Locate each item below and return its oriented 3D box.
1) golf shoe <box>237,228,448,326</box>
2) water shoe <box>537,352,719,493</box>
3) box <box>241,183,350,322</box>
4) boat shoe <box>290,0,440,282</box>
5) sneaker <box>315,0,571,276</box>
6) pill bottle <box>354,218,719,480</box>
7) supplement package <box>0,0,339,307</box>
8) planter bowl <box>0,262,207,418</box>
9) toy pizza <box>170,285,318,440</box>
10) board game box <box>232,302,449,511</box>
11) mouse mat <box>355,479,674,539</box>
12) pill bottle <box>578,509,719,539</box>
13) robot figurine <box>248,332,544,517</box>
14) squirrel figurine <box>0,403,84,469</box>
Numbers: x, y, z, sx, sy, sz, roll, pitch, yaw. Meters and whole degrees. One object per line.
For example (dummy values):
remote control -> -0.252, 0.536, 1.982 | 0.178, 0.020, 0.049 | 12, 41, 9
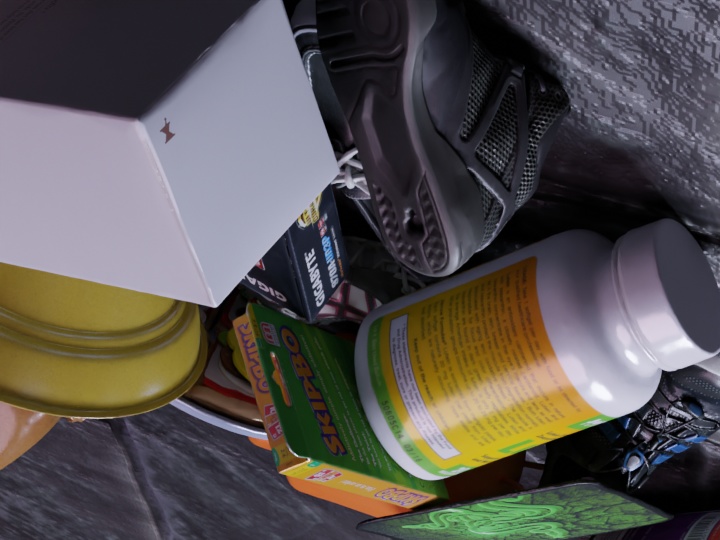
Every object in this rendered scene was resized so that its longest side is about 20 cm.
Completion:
golf shoe -> 0.000, 0.000, 1.363 | 0.200, 0.077, 0.088 | 30, 136, -23
water shoe -> 0.182, 0.106, 1.373 | 0.071, 0.079, 0.200 | 30, 151, -11
box -> -0.104, -0.071, 1.242 | 0.200, 0.046, 0.159 | 29, 155, 23
boat shoe -> 0.008, -0.068, 1.226 | 0.073, 0.068, 0.200 | 8, 147, 28
sneaker -> 0.045, -0.109, 1.139 | 0.076, 0.114, 0.200 | 1, 116, 45
pill bottle -> 0.105, 0.042, 1.259 | 0.200, 0.111, 0.111 | -23, 129, 30
supplement package -> -0.133, -0.074, 1.092 | 0.199, 0.117, 0.118 | 11, 134, 36
planter bowl -> -0.170, -0.011, 1.227 | 0.200, 0.201, 0.084 | 24, 120, 1
toy pizza -> -0.089, 0.032, 1.347 | 0.200, 0.200, 0.032 | 28, 113, -7
board game box -> -0.012, 0.082, 1.267 | 0.030, 0.096, 0.200 | -26, 157, 17
mouse mat -> 0.103, 0.162, 1.396 | 0.160, 0.008, 0.200 | -13, 162, 20
pill bottle -> 0.219, 0.225, 1.509 | 0.112, 0.113, 0.200 | 41, 148, -27
robot figurine -> 0.027, 0.111, 1.467 | 0.199, 0.117, 0.144 | 17, 146, 17
squirrel figurine -> -0.246, 0.021, 1.375 | 0.200, 0.142, 0.187 | -9, 126, 41
